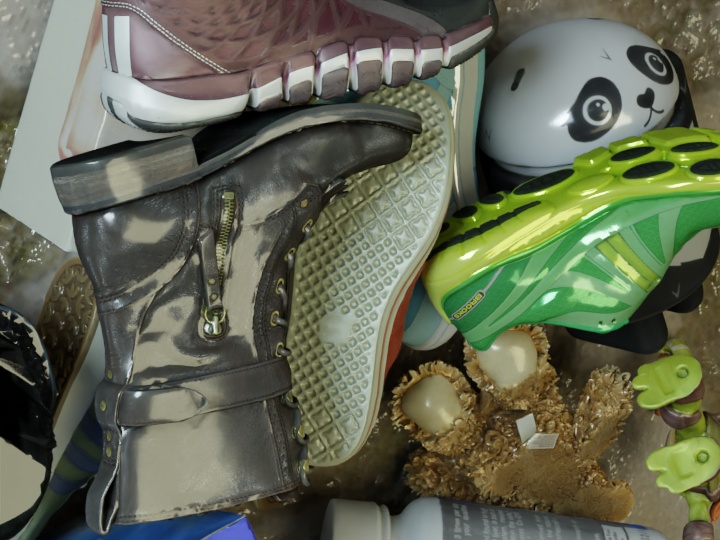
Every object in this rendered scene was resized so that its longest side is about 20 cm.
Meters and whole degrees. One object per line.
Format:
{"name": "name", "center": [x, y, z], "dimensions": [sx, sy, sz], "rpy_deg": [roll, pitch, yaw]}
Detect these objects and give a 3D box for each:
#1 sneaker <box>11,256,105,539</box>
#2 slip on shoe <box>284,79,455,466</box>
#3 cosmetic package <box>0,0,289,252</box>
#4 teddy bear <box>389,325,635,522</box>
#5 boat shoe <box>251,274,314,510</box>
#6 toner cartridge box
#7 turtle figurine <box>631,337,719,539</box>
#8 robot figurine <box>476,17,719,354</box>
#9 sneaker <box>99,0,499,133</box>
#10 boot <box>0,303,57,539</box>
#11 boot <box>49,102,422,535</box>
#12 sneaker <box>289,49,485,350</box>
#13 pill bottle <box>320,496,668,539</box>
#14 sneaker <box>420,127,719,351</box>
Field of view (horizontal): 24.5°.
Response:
{"name": "sneaker", "center": [-0.128, 0.077, 0.823], "dimensions": [0.090, 0.067, 0.200], "rpy_deg": [4, 132, -35]}
{"name": "slip on shoe", "center": [0.000, 0.000, 0.848], "dimensions": [0.074, 0.061, 0.201], "rpy_deg": [14, 96, 6]}
{"name": "cosmetic package", "center": [-0.091, -0.106, 0.808], "dimensions": [0.103, 0.087, 0.201], "rpy_deg": [10, 101, -37]}
{"name": "teddy bear", "center": [0.093, 0.099, 1.014], "dimensions": [0.200, 0.067, 0.145], "rpy_deg": [30, 104, -39]}
{"name": "boat shoe", "center": [-0.056, 0.036, 0.901], "dimensions": [0.072, 0.065, 0.201], "rpy_deg": [-33, 133, -45]}
{"name": "toner cartridge box", "center": [-0.120, 0.153, 0.812], "dimensions": [0.095, 0.200, 0.043], "rpy_deg": [-26, 97, -24]}
{"name": "turtle figurine", "center": [0.207, 0.124, 1.035], "dimensions": [0.161, 0.064, 0.201], "rpy_deg": [54, 39, -66]}
{"name": "robot figurine", "center": [0.139, -0.048, 0.961], "dimensions": [0.124, 0.150, 0.200], "rpy_deg": [-14, 121, 12]}
{"name": "sneaker", "center": [-0.026, -0.137, 0.742], "dimensions": [0.200, 0.076, 0.116], "rpy_deg": [-18, 112, -27]}
{"name": "boot", "center": [-0.204, 0.090, 0.752], "dimensions": [0.076, 0.168, 0.201], "rpy_deg": [0, 107, -34]}
{"name": "boot", "center": [-0.048, 0.018, 0.758], "dimensions": [0.199, 0.069, 0.175], "rpy_deg": [-16, 100, -28]}
{"name": "sneaker", "center": [-0.003, -0.051, 0.896], "dimensions": [0.130, 0.079, 0.201], "rpy_deg": [-6, 100, -34]}
{"name": "pill bottle", "center": [0.074, 0.193, 0.970], "dimensions": [0.199, 0.114, 0.114], "rpy_deg": [9, 103, -5]}
{"name": "sneaker", "center": [0.132, -0.016, 0.868], "dimensions": [0.199, 0.074, 0.084], "rpy_deg": [-19, 116, 9]}
